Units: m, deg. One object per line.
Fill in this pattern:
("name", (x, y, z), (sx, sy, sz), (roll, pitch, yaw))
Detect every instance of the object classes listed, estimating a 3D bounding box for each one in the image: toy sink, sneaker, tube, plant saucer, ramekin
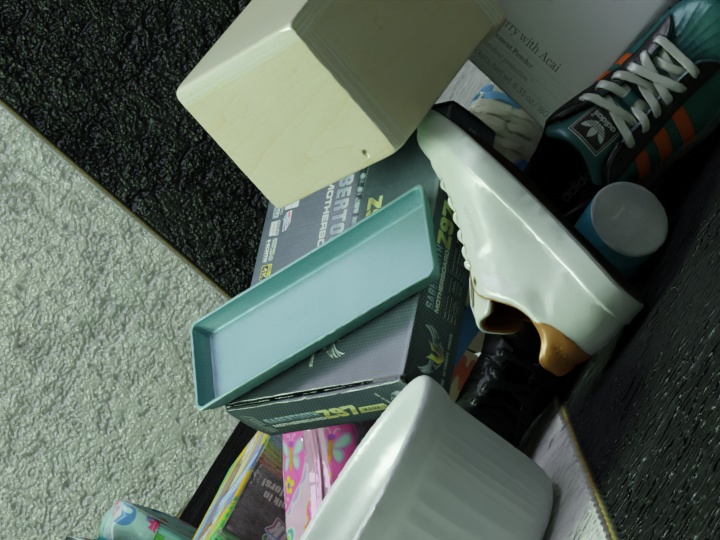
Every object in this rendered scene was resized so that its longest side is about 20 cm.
("toy sink", (0.002, -0.152, 1.627), (0.130, 0.112, 0.200), (-24, 24, 49))
("sneaker", (0.079, -0.017, 1.549), (0.085, 0.200, 0.073), (-47, -37, 11))
("tube", (0.136, 0.010, 1.638), (0.077, 0.050, 0.200), (-37, -10, -29))
("plant saucer", (-0.029, 0.021, 1.620), (0.200, 0.019, 0.070), (-30, 48, 28))
("ramekin", (0.025, 0.169, 1.454), (0.201, 0.098, 0.200), (-58, 5, 8))
("sneaker", (0.166, -0.092, 1.595), (0.200, 0.071, 0.080), (-52, -20, 22))
("sneaker", (0.077, 0.105, 1.577), (0.200, 0.060, 0.104), (-60, 5, 22))

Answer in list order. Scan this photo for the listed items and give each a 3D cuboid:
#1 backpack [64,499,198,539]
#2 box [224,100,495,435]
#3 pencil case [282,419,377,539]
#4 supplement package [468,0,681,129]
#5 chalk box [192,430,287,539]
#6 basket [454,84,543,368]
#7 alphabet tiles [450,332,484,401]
("backpack", (-0.154, 0.273, 2.005), (0.151, 0.200, 0.178), (-55, 1, -10))
("box", (0.000, 0.000, 1.657), (0.158, 0.051, 0.200), (-11, 58, 41))
("pencil case", (-0.017, 0.121, 1.726), (0.087, 0.087, 0.200), (131, 134, -63))
("supplement package", (0.170, -0.190, 1.685), (0.200, 0.121, 0.120), (-51, -24, 12))
("chalk box", (-0.056, 0.211, 1.833), (0.124, 0.124, 0.200), (-53, 6, 45))
("basket", (0.079, -0.010, 1.749), (0.176, 0.139, 0.200), (123, 166, -47))
("alphabet tiles", (0.014, 0.027, 1.836), (0.015, 0.200, 0.196), (1, 68, 56))
